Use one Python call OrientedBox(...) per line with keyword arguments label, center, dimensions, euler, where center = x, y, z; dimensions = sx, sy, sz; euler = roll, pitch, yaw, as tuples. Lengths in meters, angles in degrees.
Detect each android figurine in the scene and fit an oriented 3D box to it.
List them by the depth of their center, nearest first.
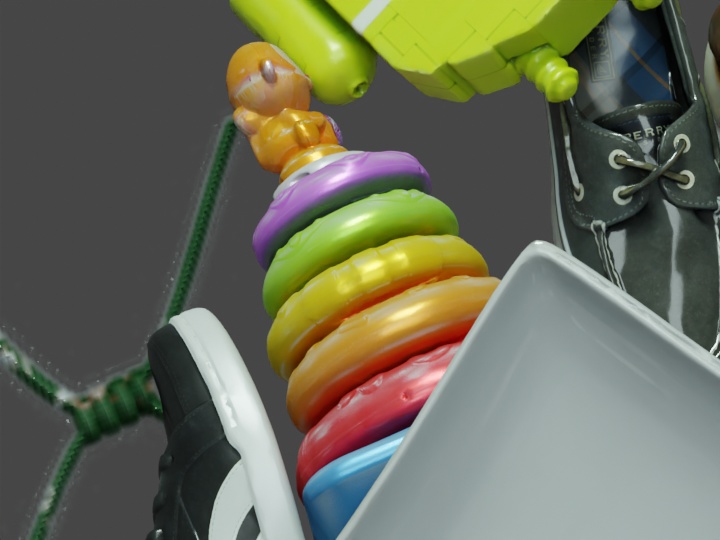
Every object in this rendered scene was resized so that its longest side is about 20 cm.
OrientedBox(label="android figurine", center=(0.032, -0.143, 0.893), dimensions=(0.182, 0.041, 0.200), euler=(-48, 59, 5))

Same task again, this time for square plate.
OrientedBox(label="square plate", center=(0.085, 0.121, 0.766), dimensions=(0.198, 0.028, 0.200), euler=(33, 106, -1))

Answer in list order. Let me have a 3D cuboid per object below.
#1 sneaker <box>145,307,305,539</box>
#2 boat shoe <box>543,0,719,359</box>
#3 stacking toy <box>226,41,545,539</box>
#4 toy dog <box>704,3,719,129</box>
OrientedBox(label="sneaker", center=(-0.070, 0.119, 0.828), dimensions=(0.111, 0.073, 0.201), euler=(-18, 75, -8))
OrientedBox(label="boat shoe", center=(0.102, -0.048, 0.892), dimensions=(0.068, 0.057, 0.201), euler=(-11, 73, -5))
OrientedBox(label="stacking toy", center=(0.000, 0.000, 0.854), dimensions=(0.109, 0.116, 0.200), euler=(-23, 68, -6))
OrientedBox(label="toy dog", center=(0.206, -0.120, 0.877), dimensions=(0.194, 0.140, 0.200), euler=(30, 75, 17))
